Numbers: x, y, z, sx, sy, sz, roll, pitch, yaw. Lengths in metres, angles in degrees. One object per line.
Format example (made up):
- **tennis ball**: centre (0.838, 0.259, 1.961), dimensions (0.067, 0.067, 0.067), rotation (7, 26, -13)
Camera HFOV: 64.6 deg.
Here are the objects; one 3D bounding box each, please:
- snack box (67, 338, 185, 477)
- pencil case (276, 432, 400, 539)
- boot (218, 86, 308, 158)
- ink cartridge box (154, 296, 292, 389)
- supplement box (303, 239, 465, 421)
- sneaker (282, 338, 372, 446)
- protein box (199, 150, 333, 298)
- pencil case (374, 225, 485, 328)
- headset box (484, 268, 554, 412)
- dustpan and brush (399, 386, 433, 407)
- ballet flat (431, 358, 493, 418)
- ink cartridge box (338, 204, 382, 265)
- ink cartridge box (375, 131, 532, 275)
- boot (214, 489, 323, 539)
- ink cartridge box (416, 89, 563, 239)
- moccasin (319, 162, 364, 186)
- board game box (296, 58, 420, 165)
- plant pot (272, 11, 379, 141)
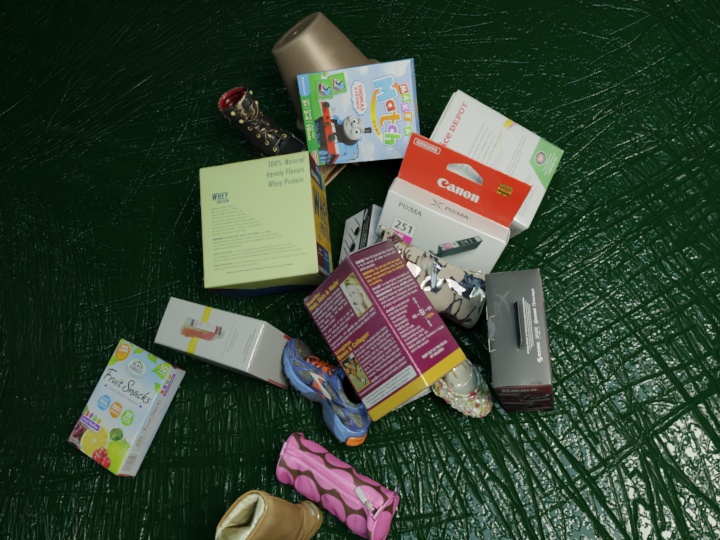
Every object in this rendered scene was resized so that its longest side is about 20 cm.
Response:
- **snack box**: centre (-0.425, 0.247, 1.038), dimensions (0.140, 0.053, 0.204), rotation (19, 76, 25)
- **pencil case**: centre (-0.038, 0.315, 0.840), dimensions (0.197, 0.094, 0.092), rotation (21, 75, 27)
- **boot**: centre (-0.181, -0.266, 1.075), dimensions (0.073, 0.151, 0.199), rotation (-48, 39, -6)
- **ink cartridge box**: centre (-0.220, 0.123, 0.960), dimensions (0.196, 0.145, 0.085), rotation (12, 74, 25)
- **supplement box**: centre (0.030, 0.083, 0.800), dimensions (0.131, 0.102, 0.202), rotation (-42, 76, 43)
- **sneaker**: centre (-0.046, 0.176, 0.903), dimensions (0.200, 0.075, 0.079), rotation (44, 111, 21)
- **protein box**: centre (-0.158, -0.072, 0.984), dimensions (0.193, 0.135, 0.205), rotation (-7, 79, 7)
- **pencil case**: centre (0.102, 0.007, 0.882), dimensions (0.197, 0.078, 0.091), rotation (27, 85, 0)
- **headset box**: centre (0.217, 0.099, 0.772), dimensions (0.073, 0.200, 0.152), rotation (-6, 65, 17)
- **dustpan and brush**: centre (0.055, 0.112, 0.916), dimensions (0.137, 0.057, 0.203), rotation (-23, 70, -5)
- **ballet flat**: centre (0.120, 0.132, 0.839), dimensions (0.075, 0.064, 0.200), rotation (-39, 74, -15)
- **ink cartridge box**: centre (0.000, 0.000, 0.958), dimensions (0.093, 0.043, 0.205), rotation (-22, 54, 56)
- **ink cartridge box**: centre (0.135, -0.090, 0.867), dimensions (0.196, 0.175, 0.044), rotation (25, 47, 6)
- **boot**: centre (-0.148, 0.384, 0.791), dimensions (0.066, 0.200, 0.177), rotation (32, 81, 28)
- **ink cartridge box**: centre (0.197, -0.167, 0.912), dimensions (0.197, 0.088, 0.147), rotation (29, 79, -1)
- **moccasin**: centre (-0.021, -0.221, 1.069), dimensions (0.199, 0.074, 0.079), rotation (-36, 82, 4)
- **board game box**: centre (-0.001, -0.263, 0.959), dimensions (0.195, 0.037, 0.155), rotation (-2, 110, 17)
- **plant pot**: centre (-0.067, -0.364, 1.047), dimensions (0.197, 0.175, 0.202), rotation (-27, 33, 19)
